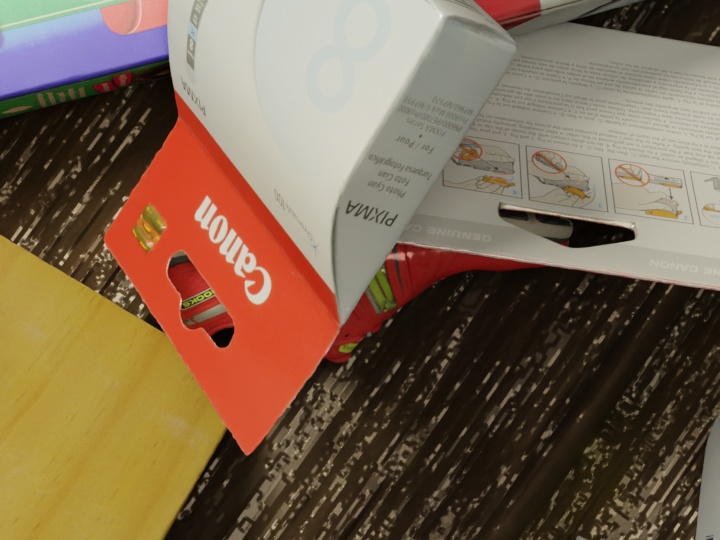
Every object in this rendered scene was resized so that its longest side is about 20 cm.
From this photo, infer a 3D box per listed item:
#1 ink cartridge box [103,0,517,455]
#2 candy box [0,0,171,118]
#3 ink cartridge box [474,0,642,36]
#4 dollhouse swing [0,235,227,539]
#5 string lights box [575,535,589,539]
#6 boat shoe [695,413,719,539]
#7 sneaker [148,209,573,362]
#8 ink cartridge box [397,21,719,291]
[{"bbox_3d":[-0.043,-0.053,0.685,0.047,0.160,0.200,16,115,-43],"label":"ink cartridge box"},{"bbox_3d":[-0.155,-0.160,0.777,0.200,0.077,0.169,-16,89,-6],"label":"candy box"},{"bbox_3d":[0.079,-0.184,0.760,0.200,0.084,0.145,-19,92,-30],"label":"ink cartridge box"},{"bbox_3d":[-0.186,0.116,0.784,0.200,0.176,0.182,30,126,-4],"label":"dollhouse swing"},{"bbox_3d":[0.093,0.228,0.771,0.059,0.103,0.200,25,85,-3],"label":"string lights box"},{"bbox_3d":[0.190,0.169,0.803,0.068,0.072,0.200,9,79,-3],"label":"boat shoe"},{"bbox_3d":[0.000,0.000,0.799,0.200,0.077,0.085,-5,108,-3],"label":"sneaker"},{"bbox_3d":[0.085,-0.047,0.760,0.200,0.045,0.176,9,44,-4],"label":"ink cartridge box"}]
